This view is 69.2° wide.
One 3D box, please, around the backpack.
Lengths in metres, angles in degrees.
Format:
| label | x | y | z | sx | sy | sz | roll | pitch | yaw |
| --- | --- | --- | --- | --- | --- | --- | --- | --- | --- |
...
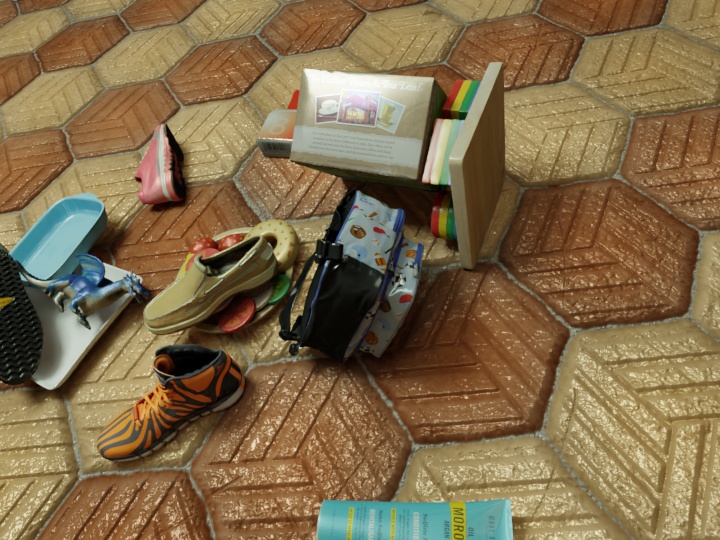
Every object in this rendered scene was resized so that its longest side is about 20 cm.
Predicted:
| label | x | y | z | sx | sy | sz | roll | pitch | yaw |
| --- | --- | --- | --- | --- | --- | --- | --- | --- | --- |
| backpack | 0.000 | 0.000 | 0.668 | 0.151 | 0.201 | 0.193 | 21 | 45 | -11 |

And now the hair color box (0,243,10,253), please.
| label | x | y | z | sx | sy | sz | roll | pitch | yaw |
| --- | --- | --- | --- | --- | --- | --- | --- | --- | --- |
| hair color box | -0.611 | -0.019 | 0.797 | 0.059 | 0.202 | 0.101 | -10 | 51 | 3 |

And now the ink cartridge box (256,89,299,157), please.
| label | x | y | z | sx | sy | sz | roll | pitch | yaw |
| --- | --- | --- | --- | --- | --- | --- | --- | --- | --- |
| ink cartridge box | -0.089 | -0.298 | 0.996 | 0.158 | 0.051 | 0.203 | 6 | 58 | 16 |

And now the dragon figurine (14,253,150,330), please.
| label | x | y | z | sx | sy | sz | roll | pitch | yaw |
| --- | --- | --- | --- | --- | --- | --- | --- | --- | --- |
| dragon figurine | -0.405 | 0.017 | 0.772 | 0.197 | 0.059 | 0.100 | 24 | 57 | 18 |

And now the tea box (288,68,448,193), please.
| label | x | y | z | sx | sy | sz | roll | pitch | yaw |
| --- | --- | --- | --- | --- | --- | --- | --- | --- | --- |
| tea box | 0.029 | -0.203 | 0.783 | 0.196 | 0.196 | 0.137 | 12 | 96 | 21 |

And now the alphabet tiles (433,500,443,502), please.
| label | x | y | z | sx | sy | sz | roll | pitch | yaw |
| --- | --- | --- | --- | --- | --- | --- | --- | --- | --- |
| alphabet tiles | 0.082 | 0.339 | 0.496 | 0.197 | 0.015 | 0.197 | -28 | 50 | -10 |

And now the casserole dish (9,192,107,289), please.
| label | x | y | z | sx | sy | sz | roll | pitch | yaw |
| --- | --- | --- | --- | --- | --- | --- | --- | --- | --- |
| casserole dish | -0.494 | -0.044 | 0.857 | 0.118 | 0.039 | 0.203 | 8 | 54 | 19 |

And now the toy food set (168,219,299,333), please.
| label | x | y | z | sx | sy | sz | roll | pitch | yaw |
| --- | --- | --- | --- | --- | --- | --- | --- | --- | --- |
| toy food set | -0.192 | 0.007 | 0.786 | 0.195 | 0.049 | 0.201 | 1 | 54 | 12 |

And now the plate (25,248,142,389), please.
| label | x | y | z | sx | sy | sz | roll | pitch | yaw |
| --- | --- | --- | --- | --- | --- | --- | --- | --- | --- |
| plate | -0.458 | 0.070 | 0.805 | 0.196 | 0.033 | 0.202 | 16 | 59 | 23 |

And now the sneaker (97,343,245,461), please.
| label | x | y | z | sx | sy | sz | roll | pitch | yaw |
| --- | --- | --- | --- | --- | --- | --- | --- | --- | --- |
| sneaker | -0.249 | 0.152 | 0.646 | 0.197 | 0.113 | 0.078 | -30 | 52 | -12 |

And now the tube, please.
| label | x | y | z | sx | sy | sz | roll | pitch | yaw |
| --- | --- | --- | --- | --- | --- | --- | --- | --- | --- |
| tube | 0.055 | 0.267 | 0.527 | 0.195 | 0.051 | 0.079 | 0 | 58 | 8 |

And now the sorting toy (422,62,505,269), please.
| label | x | y | z | sx | sy | sz | roll | pitch | yaw |
| --- | --- | --- | --- | --- | --- | --- | --- | --- | --- |
| sorting toy | 0.146 | -0.145 | 0.733 | 0.068 | 0.202 | 0.201 | 11 | 55 | 24 |

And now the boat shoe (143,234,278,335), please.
| label | x | y | z | sx | sy | sz | roll | pitch | yaw |
| --- | --- | --- | --- | --- | --- | --- | --- | --- | --- |
| boat shoe | -0.211 | 0.010 | 0.708 | 0.198 | 0.077 | 0.072 | -33 | 54 | -13 |

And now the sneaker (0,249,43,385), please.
| label | x | y | z | sx | sy | sz | roll | pitch | yaw |
| --- | --- | --- | --- | --- | --- | --- | --- | --- | --- |
| sneaker | -0.511 | 0.074 | 0.751 | 0.069 | 0.090 | 0.203 | -13 | 72 | -42 |

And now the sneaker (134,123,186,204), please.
| label | x | y | z | sx | sy | sz | roll | pitch | yaw |
| --- | --- | --- | --- | --- | --- | --- | --- | --- | --- |
| sneaker | -0.381 | -0.200 | 0.968 | 0.085 | 0.074 | 0.203 | -18 | 52 | -1 |
